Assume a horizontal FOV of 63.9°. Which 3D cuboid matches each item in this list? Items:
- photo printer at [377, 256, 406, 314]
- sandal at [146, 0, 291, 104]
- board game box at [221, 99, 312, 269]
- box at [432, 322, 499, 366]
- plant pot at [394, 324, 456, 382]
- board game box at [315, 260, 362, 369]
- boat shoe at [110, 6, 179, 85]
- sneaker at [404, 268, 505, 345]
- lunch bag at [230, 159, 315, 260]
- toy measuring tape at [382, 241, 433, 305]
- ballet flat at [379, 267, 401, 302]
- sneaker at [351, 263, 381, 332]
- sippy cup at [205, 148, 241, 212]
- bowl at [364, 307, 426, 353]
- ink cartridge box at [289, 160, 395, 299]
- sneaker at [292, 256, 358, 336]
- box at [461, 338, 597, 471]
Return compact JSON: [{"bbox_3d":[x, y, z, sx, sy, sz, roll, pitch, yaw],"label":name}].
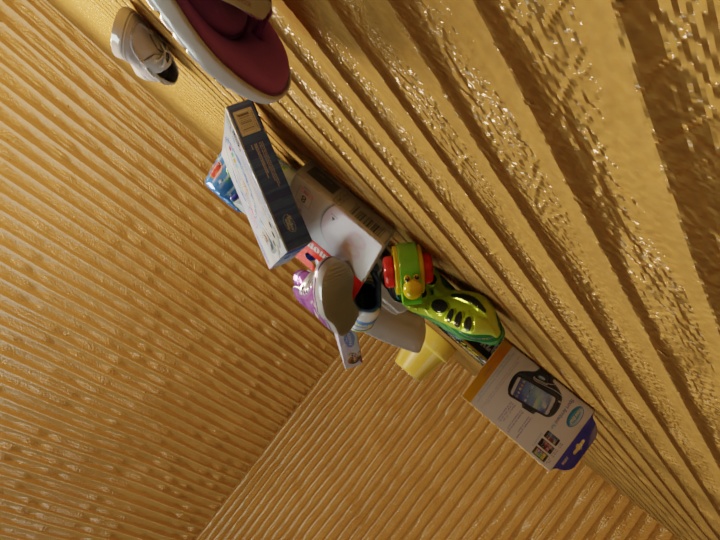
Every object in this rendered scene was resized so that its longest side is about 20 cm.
[{"bbox_3d":[0.020,-0.003,1.192,0.166,0.070,0.200,41,-176,-17],"label":"photo printer"},{"bbox_3d":[-0.084,-0.168,0.302,0.049,0.084,0.203,-11,147,24],"label":"sandal"},{"bbox_3d":[-0.142,-0.112,0.833,0.203,0.043,0.199,67,163,-1],"label":"board game box"},{"bbox_3d":[0.216,0.132,1.076,0.199,0.050,0.160,41,175,-2],"label":"box"},{"bbox_3d":[0.239,0.319,2.240,0.200,0.190,0.201,39,176,3],"label":"plant pot"},{"bbox_3d":[-0.050,0.056,1.168,0.201,0.040,0.203,-112,9,-50],"label":"board game box"},{"bbox_3d":[-0.320,-0.329,0.878,0.067,0.073,0.200,18,172,-6],"label":"boat shoe"},{"bbox_3d":[0.126,0.058,0.816,0.084,0.074,0.200,45,175,-31],"label":"sneaker"},{"bbox_3d":[-0.120,-0.113,1.054,0.169,0.128,0.200,37,-172,4],"label":"lunch bag"},{"bbox_3d":[0.062,-0.017,0.802,0.073,0.074,0.201,40,-165,-15],"label":"toy measuring tape"},{"bbox_3d":[0.070,0.023,1.026,0.073,0.074,0.200,37,179,30],"label":"ballet flat"},{"bbox_3d":[0.000,0.000,1.005,0.082,0.072,0.204,124,137,-70],"label":"sneaker"},{"bbox_3d":[-0.235,-0.193,1.150,0.139,0.131,0.178,38,178,28],"label":"sippy cup"},{"bbox_3d":[0.064,0.081,1.332,0.197,0.075,0.201,23,-156,-15],"label":"bowl"},{"bbox_3d":[-0.051,-0.040,0.869,0.162,0.057,0.201,39,136,7],"label":"ink cartridge box"},{"bbox_3d":[-0.069,0.026,0.892,0.113,0.073,0.202,36,157,21],"label":"sneaker"},{"bbox_3d":[0.275,0.221,0.928,0.199,0.120,0.041,40,178,15],"label":"box"}]
